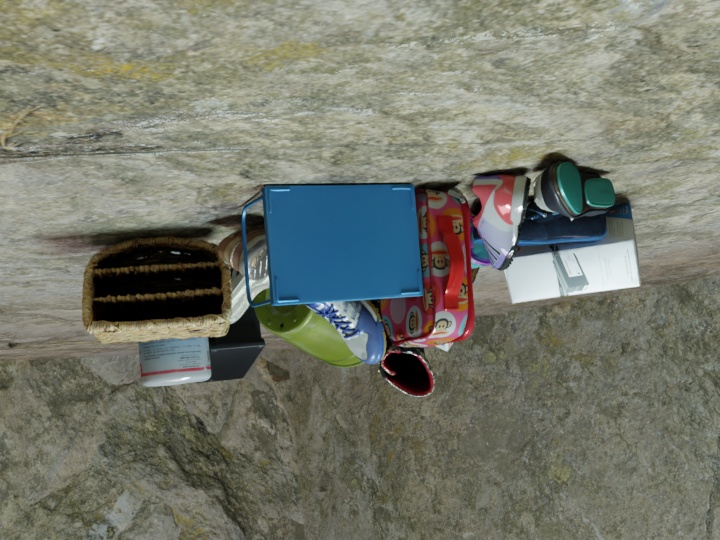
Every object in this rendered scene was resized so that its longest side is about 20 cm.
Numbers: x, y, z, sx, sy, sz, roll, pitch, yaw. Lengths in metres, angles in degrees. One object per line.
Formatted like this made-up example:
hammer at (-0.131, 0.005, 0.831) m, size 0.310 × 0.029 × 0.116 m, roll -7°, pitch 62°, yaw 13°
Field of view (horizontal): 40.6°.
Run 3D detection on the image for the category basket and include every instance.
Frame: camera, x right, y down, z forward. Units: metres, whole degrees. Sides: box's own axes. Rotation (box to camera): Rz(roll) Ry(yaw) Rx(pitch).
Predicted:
basket at (-0.277, 0.019, 1.340) m, size 0.197 × 0.145 × 0.149 m, roll -3°, pitch 170°, yaw -8°

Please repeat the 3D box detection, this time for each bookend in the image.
bookend at (-0.237, 0.067, 1.653) m, size 0.091 × 0.201 × 0.200 m, roll -3°, pitch 161°, yaw -20°

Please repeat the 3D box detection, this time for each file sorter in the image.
file sorter at (-0.040, -0.028, 1.225) m, size 0.198 × 0.141 × 0.122 m, roll -3°, pitch 176°, yaw -24°

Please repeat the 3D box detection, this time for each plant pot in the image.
plant pot at (-0.071, 0.050, 1.605) m, size 0.199 × 0.203 × 0.192 m, roll -11°, pitch 165°, yaw 30°

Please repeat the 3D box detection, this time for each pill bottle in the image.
pill bottle at (-0.294, 0.075, 1.516) m, size 0.107 × 0.203 × 0.109 m, roll -6°, pitch 172°, yaw -1°

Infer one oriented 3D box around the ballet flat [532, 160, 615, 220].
ballet flat at (0.259, -0.096, 1.233) m, size 0.072 × 0.074 × 0.199 m, roll -11°, pitch 173°, yaw 33°

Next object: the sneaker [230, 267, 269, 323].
sneaker at (-0.176, -0.006, 1.515) m, size 0.200 × 0.085 × 0.075 m, roll -39°, pitch 143°, yaw 20°

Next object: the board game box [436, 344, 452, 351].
board game box at (0.088, 0.032, 1.508) m, size 0.125 × 0.035 × 0.201 m, roll 24°, pitch 145°, yaw 22°

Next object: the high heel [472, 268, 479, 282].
high heel at (0.187, -0.003, 1.561) m, size 0.071 × 0.144 × 0.199 m, roll -2°, pitch 171°, yaw -29°

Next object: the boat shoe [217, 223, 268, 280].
boat shoe at (-0.132, -0.036, 1.372) m, size 0.071 × 0.077 × 0.200 m, roll 21°, pitch -169°, yaw 19°

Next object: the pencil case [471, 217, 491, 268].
pencil case at (0.122, -0.033, 1.507) m, size 0.092 × 0.086 × 0.199 m, roll 5°, pitch 168°, yaw -38°

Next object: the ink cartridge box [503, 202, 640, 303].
ink cartridge box at (0.328, -0.028, 1.517) m, size 0.198 × 0.085 × 0.145 m, roll -8°, pitch -157°, yaw 18°

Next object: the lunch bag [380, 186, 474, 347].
lunch bag at (0.089, -0.004, 1.270) m, size 0.081 × 0.203 × 0.176 m, roll 2°, pitch 171°, yaw -21°

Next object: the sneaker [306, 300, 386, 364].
sneaker at (-0.038, 0.051, 1.386) m, size 0.075 × 0.201 × 0.088 m, roll -31°, pitch 177°, yaw 42°

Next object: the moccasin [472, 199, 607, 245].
moccasin at (0.258, -0.072, 1.417) m, size 0.198 × 0.069 × 0.080 m, roll -4°, pitch 180°, yaw -12°

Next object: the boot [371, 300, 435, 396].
boot at (0.035, 0.099, 1.472) m, size 0.073 × 0.200 × 0.151 m, roll -41°, pitch -160°, yaw 8°

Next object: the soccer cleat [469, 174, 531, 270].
soccer cleat at (0.178, -0.065, 1.289) m, size 0.072 × 0.069 × 0.200 m, roll 11°, pitch 155°, yaw 7°
